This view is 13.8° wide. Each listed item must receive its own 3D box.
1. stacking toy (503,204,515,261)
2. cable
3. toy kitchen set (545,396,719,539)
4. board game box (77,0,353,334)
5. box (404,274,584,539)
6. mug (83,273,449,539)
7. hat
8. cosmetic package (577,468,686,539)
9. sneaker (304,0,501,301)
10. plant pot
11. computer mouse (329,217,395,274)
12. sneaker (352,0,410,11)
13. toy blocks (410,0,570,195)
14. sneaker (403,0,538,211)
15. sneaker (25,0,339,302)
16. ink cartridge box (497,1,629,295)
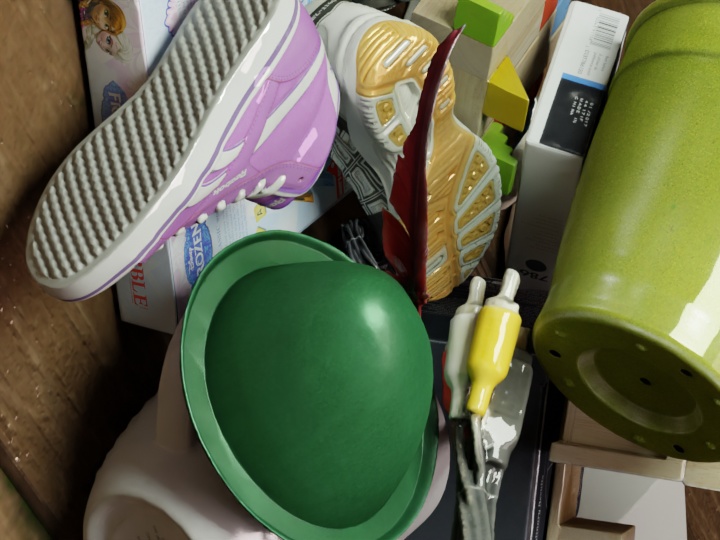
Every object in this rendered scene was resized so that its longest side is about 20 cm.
[{"bbox_3d":[0.206,-0.010,1.936,0.146,0.199,0.147,-30,126,-52],"label":"stacking toy"},{"bbox_3d":[0.051,0.101,1.541,0.097,0.050,0.201,127,-20,-59],"label":"cable"},{"bbox_3d":[0.204,0.123,1.734,0.200,0.180,0.164,0,98,-78],"label":"toy kitchen set"},{"bbox_3d":[-0.069,-0.100,1.585,0.199,0.041,0.201,-40,134,-48],"label":"board game box"},{"bbox_3d":[0.074,0.096,1.789,0.200,0.107,0.149,-37,134,-74],"label":"box"},{"bbox_3d":[-0.061,0.094,1.568,0.175,0.147,0.201,-36,131,-45],"label":"mug"},{"bbox_3d":[0.022,0.031,1.456,0.200,0.176,0.166,48,47,-19],"label":"hat"},{"bbox_3d":[0.128,0.192,1.973,0.200,0.107,0.085,-42,135,-48],"label":"cosmetic package"},{"bbox_3d":[0.016,-0.071,1.612,0.076,0.088,0.200,-39,138,-23],"label":"sneaker"},{"bbox_3d":[0.188,-0.011,1.569,0.193,0.200,0.201,-58,145,-25],"label":"plant pot"},{"bbox_3d":[0.000,0.000,1.673,0.059,0.034,0.200,60,2,1],"label":"computer mouse"},{"bbox_3d":[0.000,-0.182,1.556,0.200,0.075,0.116,-37,129,-53],"label":"sneaker"},{"bbox_3d":[0.072,-0.122,1.676,0.137,0.100,0.200,-54,163,-39],"label":"toy blocks"},{"bbox_3d":[0.055,-0.123,1.784,0.093,0.070,0.201,-22,123,-35],"label":"sneaker"},{"bbox_3d":[-0.077,-0.043,1.484,0.201,0.073,0.114,-51,139,-17],"label":"sneaker"},{"bbox_3d":[0.115,-0.060,1.711,0.200,0.039,0.100,97,11,-63],"label":"ink cartridge box"}]
